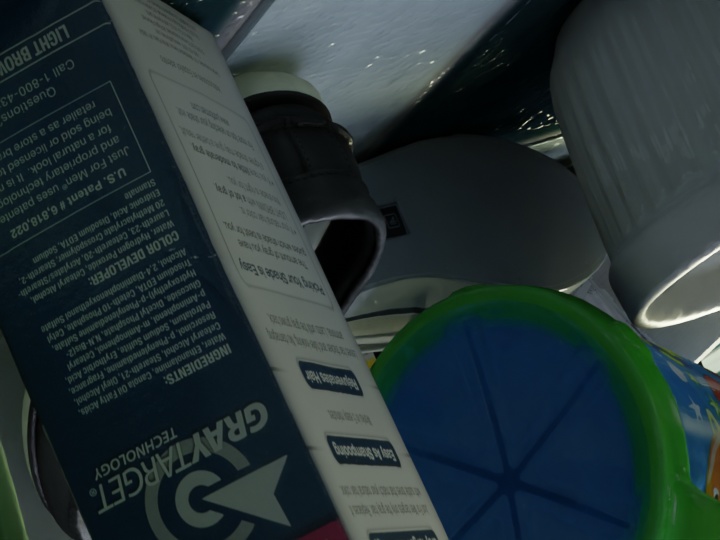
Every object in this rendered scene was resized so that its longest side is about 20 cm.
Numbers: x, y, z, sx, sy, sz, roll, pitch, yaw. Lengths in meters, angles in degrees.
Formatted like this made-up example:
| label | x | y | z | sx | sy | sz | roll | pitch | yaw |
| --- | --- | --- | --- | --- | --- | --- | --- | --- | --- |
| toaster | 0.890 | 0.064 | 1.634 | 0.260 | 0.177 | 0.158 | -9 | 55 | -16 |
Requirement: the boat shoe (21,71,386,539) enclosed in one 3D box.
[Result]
| label | x | y | z | sx | sy | sz | roll | pitch | yaw |
| --- | --- | --- | --- | --- | --- | --- | --- | --- | --- |
| boat shoe | -0.055 | 0.030 | 0.696 | 0.074 | 0.063 | 0.202 | -1 | 137 | -36 |

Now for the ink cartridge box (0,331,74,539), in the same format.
| label | x | y | z | sx | sy | sz | roll | pitch | yaw |
| --- | --- | --- | --- | --- | --- | --- | --- | --- | --- |
| ink cartridge box | -0.168 | 0.130 | 0.831 | 0.200 | 0.146 | 0.084 | -33 | 166 | 34 |

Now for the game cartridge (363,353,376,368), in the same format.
| label | x | y | z | sx | sy | sz | roll | pitch | yaw |
| --- | --- | --- | --- | --- | --- | --- | --- | --- | --- |
| game cartridge | 0.006 | 0.086 | 0.962 | 0.200 | 0.177 | 0.032 | -19 | -163 | -32 |

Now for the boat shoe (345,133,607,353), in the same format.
| label | x | y | z | sx | sy | sz | roll | pitch | yaw |
| --- | --- | --- | --- | --- | --- | --- | --- | --- | --- |
| boat shoe | 0.001 | 0.004 | 0.823 | 0.202 | 0.075 | 0.086 | -13 | 162 | -38 |

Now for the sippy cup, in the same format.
| label | x | y | z | sx | sy | sz | roll | pitch | yaw |
| --- | --- | --- | --- | --- | --- | --- | --- | --- | --- |
| sippy cup | 0.083 | 0.078 | 0.779 | 0.140 | 0.178 | 0.130 | -46 | 150 | 23 |

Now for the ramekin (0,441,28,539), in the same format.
| label | x | y | z | sx | sy | sz | roll | pitch | yaw |
| --- | --- | --- | --- | --- | --- | --- | --- | --- | --- |
| ramekin | -0.128 | 0.044 | 0.450 | 0.097 | 0.201 | 0.200 | -16 | 167 | -9 |

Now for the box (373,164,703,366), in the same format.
| label | x | y | z | sx | sy | sz | roll | pitch | yaw |
| --- | --- | --- | --- | --- | --- | --- | --- | --- | --- |
| box | 0.088 | 0.061 | 0.934 | 0.137 | 0.200 | 0.040 | -18 | 171 | -30 |

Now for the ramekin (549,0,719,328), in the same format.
| label | x | y | z | sx | sy | sz | roll | pitch | yaw |
| --- | --- | --- | --- | --- | --- | --- | --- | --- | --- |
| ramekin | 0.162 | -0.070 | 0.765 | 0.200 | 0.105 | 0.200 | -26 | 168 | -6 |

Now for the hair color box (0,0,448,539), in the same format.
| label | x | y | z | sx | sy | sz | roll | pitch | yaw |
| --- | --- | --- | --- | --- | --- | --- | --- | --- | --- |
| hair color box | -0.038 | 0.029 | 0.539 | 0.060 | 0.200 | 0.100 | -28 | 167 | 11 |

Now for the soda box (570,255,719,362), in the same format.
| label | x | y | z | sx | sy | sz | roll | pitch | yaw |
| --- | --- | --- | --- | --- | --- | --- | --- | --- | --- |
| soda box | 0.179 | -0.038 | 0.907 | 0.200 | 0.063 | 0.068 | -42 | 171 | -9 |
